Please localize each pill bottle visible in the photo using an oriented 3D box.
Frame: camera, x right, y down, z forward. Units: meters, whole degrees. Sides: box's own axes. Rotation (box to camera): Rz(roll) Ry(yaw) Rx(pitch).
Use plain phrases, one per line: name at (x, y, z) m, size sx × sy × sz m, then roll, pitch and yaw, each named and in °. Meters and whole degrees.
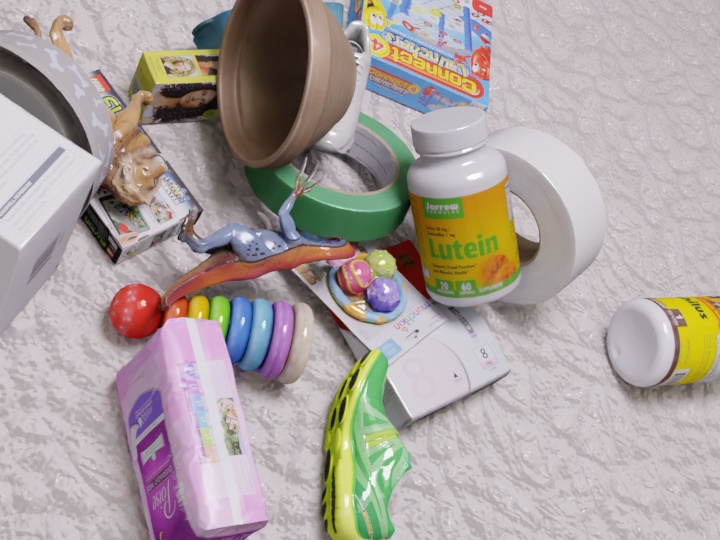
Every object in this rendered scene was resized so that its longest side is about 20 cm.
pill bottle at (0.111, -0.072, 1.134) m, size 0.111 × 0.111 × 0.201 m, roll -33°, pitch 122°, yaw -39°
pill bottle at (0.420, 0.088, 1.306) m, size 0.199 × 0.109 × 0.110 m, roll -1°, pitch 62°, yaw -30°

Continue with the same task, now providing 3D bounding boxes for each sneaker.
sneaker at (-0.027, -0.213, 1.191) m, size 0.076 × 0.081 × 0.201 m, roll 19°, pitch 42°, yaw -9°
sneaker at (0.009, 0.180, 1.048) m, size 0.083 × 0.074 × 0.201 m, roll 14°, pitch 65°, yaw -18°

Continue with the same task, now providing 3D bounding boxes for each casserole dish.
casserole dish at (-0.106, -0.281, 1.236) m, size 0.199 × 0.121 × 0.039 m, roll -13°, pitch 87°, yaw -34°

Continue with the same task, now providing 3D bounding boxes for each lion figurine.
lion figurine at (-0.274, -0.157, 1.027) m, size 0.200 × 0.072 × 0.123 m, roll 37°, pitch 44°, yaw -23°

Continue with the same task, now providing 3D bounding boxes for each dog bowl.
dog bowl at (-0.323, -0.134, 0.974) m, size 0.200 × 0.200 × 0.059 m, roll 38°, pitch 40°, yaw -4°

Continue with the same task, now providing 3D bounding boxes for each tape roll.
tape roll at (-0.032, -0.118, 1.182) m, size 0.199 × 0.048 × 0.201 m, roll 14°, pitch 40°, yaw -12°
tape roll at (0.185, -0.063, 1.208) m, size 0.071 × 0.202 × 0.203 m, roll -34°, pitch 81°, yaw -39°

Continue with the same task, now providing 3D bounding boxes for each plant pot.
plant pot at (-0.067, -0.205, 1.081) m, size 0.092 × 0.201 × 0.202 m, roll 1°, pitch 61°, yaw -34°

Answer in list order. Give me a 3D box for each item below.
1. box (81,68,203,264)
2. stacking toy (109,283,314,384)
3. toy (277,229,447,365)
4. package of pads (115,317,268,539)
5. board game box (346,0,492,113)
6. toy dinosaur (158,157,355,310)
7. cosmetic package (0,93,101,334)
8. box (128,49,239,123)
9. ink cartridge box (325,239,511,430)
box at (-0.269, -0.113, 1.090) m, size 0.110 × 0.035 × 0.200 m, roll -30°, pitch 79°, yaw -38°
stacking toy at (-0.151, 0.054, 1.030) m, size 0.199 × 0.085 × 0.086 m, roll 14°, pitch 56°, yaw -17°
toy at (0.000, 0.000, 1.138) m, size 0.200 × 0.047 × 0.115 m, roll 42°, pitch 47°, yaw 17°
package of pads at (-0.157, 0.156, 0.934) m, size 0.075 × 0.120 × 0.201 m, roll -1°, pitch 62°, yaw -35°
board game box at (0.080, -0.312, 1.392) m, size 0.199 × 0.056 × 0.197 m, roll 19°, pitch 54°, yaw -18°
toy dinosaur at (-0.097, -0.014, 1.056) m, size 0.180 × 0.105 × 0.201 m, roll 20°, pitch 70°, yaw -13°
cosmetic package at (-0.363, -0.064, 0.901) m, size 0.199 × 0.199 × 0.123 m, roll 35°, pitch 51°, yaw -5°
box at (-0.161, -0.215, 1.189) m, size 0.199 × 0.075 × 0.050 m, roll -11°, pitch 65°, yaw -32°
ink cartridge box at (0.058, 0.061, 1.161) m, size 0.162 × 0.057 × 0.201 m, roll -20°, pitch 78°, yaw -36°
